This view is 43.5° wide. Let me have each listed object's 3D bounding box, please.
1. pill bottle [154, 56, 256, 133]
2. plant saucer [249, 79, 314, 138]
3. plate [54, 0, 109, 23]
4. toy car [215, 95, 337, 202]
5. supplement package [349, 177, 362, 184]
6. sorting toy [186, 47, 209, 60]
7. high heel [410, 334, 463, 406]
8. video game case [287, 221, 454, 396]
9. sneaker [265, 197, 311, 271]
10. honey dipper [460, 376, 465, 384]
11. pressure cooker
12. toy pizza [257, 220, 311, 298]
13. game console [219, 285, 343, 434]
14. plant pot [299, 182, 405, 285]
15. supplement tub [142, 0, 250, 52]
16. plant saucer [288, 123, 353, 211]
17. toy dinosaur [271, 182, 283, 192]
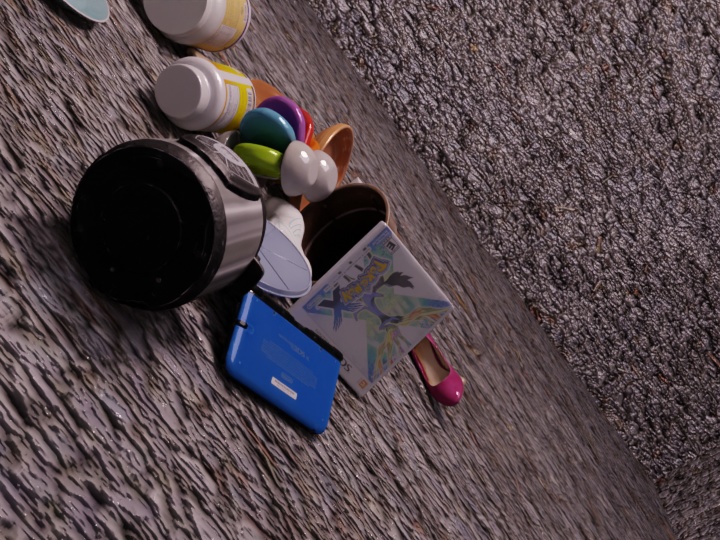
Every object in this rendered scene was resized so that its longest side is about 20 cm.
[{"bbox_3d":[-0.244,-0.273,1.416,0.110,0.109,0.200,55,14,3],"label":"pill bottle"},{"bbox_3d":[-0.149,-0.275,1.637,0.200,0.037,0.201,42,20,-19],"label":"plant saucer"},{"bbox_3d":[-0.443,-0.435,1.303,0.201,0.025,0.201,49,16,-19],"label":"plate"},{"bbox_3d":[-0.130,-0.197,1.428,0.172,0.153,0.200,12,2,20],"label":"toy car"},{"bbox_3d":[-0.003,-0.064,1.718,0.110,0.113,0.201,47,16,-31],"label":"supplement package"},{"bbox_3d":[-0.235,-0.306,1.678,0.201,0.036,0.185,58,14,27],"label":"sorting toy"},{"bbox_3d":[0.135,0.173,1.716,0.096,0.067,0.201,53,11,-31],"label":"high heel"},{"bbox_3d":[0.016,0.060,1.347,0.183,0.200,0.022,48,-3,-22],"label":"video game case"},{"bbox_3d":[-0.128,-0.053,1.384,0.080,0.070,0.202,38,23,-40],"label":"sneaker"},{"bbox_3d":[0.186,0.230,1.839,0.038,0.038,0.200,58,11,12],"label":"honey dipper"},{"bbox_3d":[-0.196,-0.056,0.975,0.200,0.175,0.179,-27,117,-76],"label":"pressure cooker"},{"bbox_3d":[-0.153,-0.027,1.243,0.199,0.032,0.201,34,21,-15],"label":"toy pizza"},{"bbox_3d":[-0.126,0.098,1.161,0.200,0.117,0.173,41,51,-40],"label":"game console"},{"bbox_3d":[0.000,0.000,1.473,0.199,0.198,0.202,53,12,-41],"label":"plant pot"},{"bbox_3d":[-0.294,-0.478,1.632,0.146,0.145,0.200,55,15,2],"label":"supplement tub"},{"bbox_3d":[-0.074,-0.173,1.620,0.037,0.203,0.200,25,10,12],"label":"plant saucer"},{"bbox_3d":[-0.149,-0.193,1.633,0.199,0.047,0.090,1,73,-61],"label":"toy dinosaur"}]
